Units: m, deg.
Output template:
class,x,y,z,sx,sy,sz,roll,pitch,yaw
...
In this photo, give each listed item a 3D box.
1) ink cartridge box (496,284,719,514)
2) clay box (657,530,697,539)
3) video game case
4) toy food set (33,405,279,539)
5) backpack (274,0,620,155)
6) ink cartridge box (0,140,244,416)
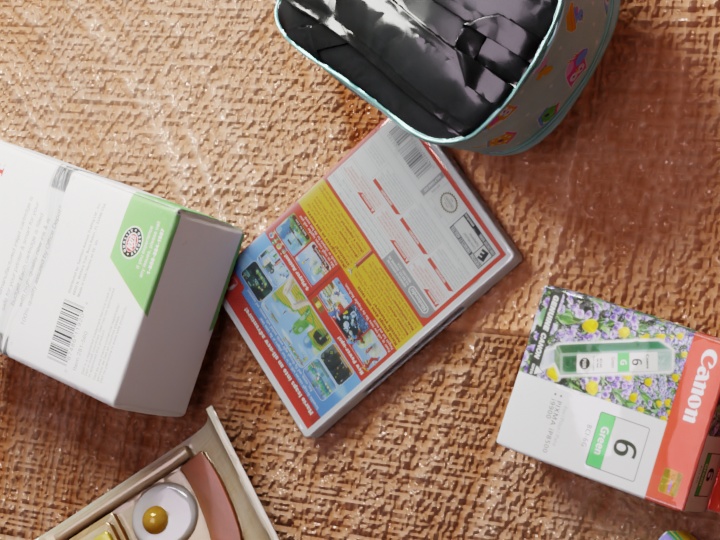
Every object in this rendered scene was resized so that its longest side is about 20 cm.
class,x,y,z,sx,sy,sz,roll,pitch,yaw
ink cartridge box,0.194,0.089,1.205,0.199,0.050,0.110,19,92,30
clay box,0.226,0.268,1.165,0.200,0.048,0.115,45,105,26
video game case,0.000,0.000,1.340,0.200,0.017,0.143,-41,67,17
toy food set,-0.152,0.209,1.354,0.199,0.060,0.144,-33,69,8
backpack,0.067,-0.171,1.250,0.200,0.153,0.176,42,106,36
ink cartridge box,-0.201,0.003,1.401,0.199,0.084,0.147,21,93,35
